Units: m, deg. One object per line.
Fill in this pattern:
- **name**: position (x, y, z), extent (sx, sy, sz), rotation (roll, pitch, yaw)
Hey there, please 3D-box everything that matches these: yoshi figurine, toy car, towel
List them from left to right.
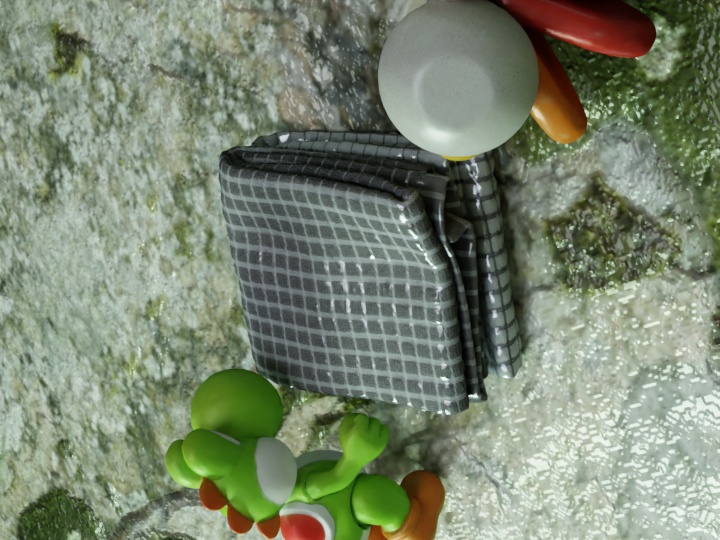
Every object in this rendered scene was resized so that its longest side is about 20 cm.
- **yoshi figurine**: position (-0.041, 0.124, 1.110), extent (0.113, 0.200, 0.112), rotation (-57, 38, 11)
- **towel**: position (0.000, 0.000, 1.069), extent (0.199, 0.085, 0.166), rotation (8, 115, 41)
- **toy car**: position (0.085, -0.159, 0.880), extent (0.149, 0.175, 0.201), rotation (-3, 110, 8)
